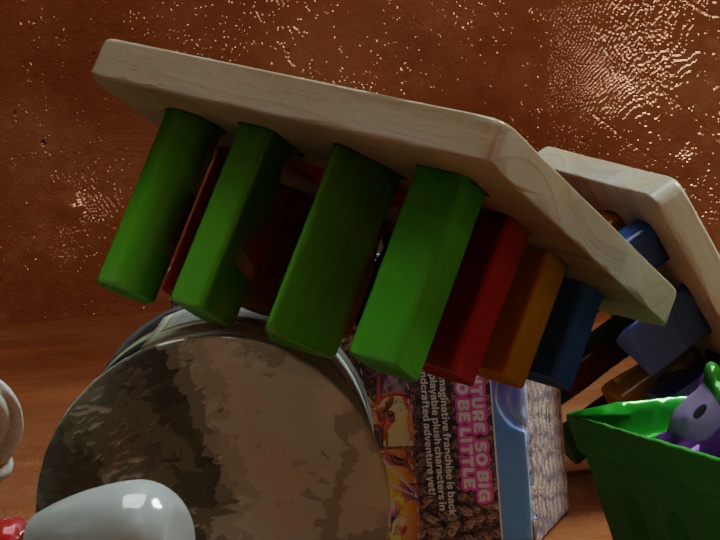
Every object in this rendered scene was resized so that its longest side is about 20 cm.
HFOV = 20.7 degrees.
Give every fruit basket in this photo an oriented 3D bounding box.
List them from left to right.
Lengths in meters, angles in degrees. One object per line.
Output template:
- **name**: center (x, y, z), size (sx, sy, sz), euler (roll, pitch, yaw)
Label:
- **fruit basket**: center (0.189, 0.050, 0.818), size (0.155, 0.216, 0.216), euler (-5, 3, -16)

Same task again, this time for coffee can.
- **coffee can**: center (-0.063, 0.091, 0.894), size (0.146, 0.147, 0.200), euler (-5, 3, -2)

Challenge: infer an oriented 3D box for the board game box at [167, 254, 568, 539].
- **board game box**: center (0.006, 0.068, 1.102), size (0.200, 0.160, 0.097), euler (-3, 4, 16)

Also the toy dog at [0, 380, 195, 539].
- **toy dog**: center (-0.161, 0.135, 0.698), size (0.200, 0.096, 0.132), euler (-35, -55, 30)

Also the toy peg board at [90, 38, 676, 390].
- **toy peg board**: center (0.000, 0.000, 0.841), size (0.200, 0.098, 0.199), euler (15, -12, 32)

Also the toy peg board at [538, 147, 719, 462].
- **toy peg board**: center (0.156, 0.044, 1.180), size (0.098, 0.200, 0.199), euler (-34, 16, -8)
